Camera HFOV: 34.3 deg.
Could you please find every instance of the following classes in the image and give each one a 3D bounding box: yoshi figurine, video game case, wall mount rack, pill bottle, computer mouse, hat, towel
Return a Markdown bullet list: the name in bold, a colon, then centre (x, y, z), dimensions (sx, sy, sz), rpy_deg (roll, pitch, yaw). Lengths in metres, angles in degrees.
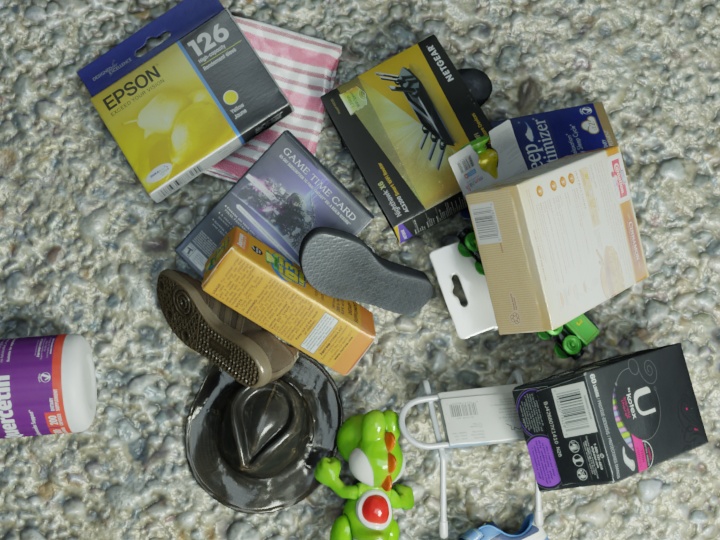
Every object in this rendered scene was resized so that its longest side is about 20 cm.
- **yoshi figurine**: centre (0.004, 0.251, 1.343), dimensions (0.112, 0.112, 0.201), rpy_deg (13, 97, 27)
- **video game case**: centre (-0.102, -0.042, 1.354), dimensions (0.143, 0.019, 0.200), rpy_deg (45, 106, -2)
- **wall mount rack**: centre (0.140, 0.204, 1.328), dimensions (0.199, 0.075, 0.174), rpy_deg (-4, 61, -12)
- **pill bottle**: centre (-0.405, 0.134, 1.316), dimensions (0.199, 0.112, 0.113), rpy_deg (-5, 84, -3)
- **computer mouse**: centre (0.069, -0.192, 1.413), dimensions (0.199, 0.034, 0.059), rpy_deg (-27, 87, -5)
- **hat**: centre (-0.111, 0.183, 1.341), dimensions (0.200, 0.081, 0.202), rpy_deg (0, 85, -4)
- **towel**: centre (-0.114, -0.199, 1.407), dimensions (0.146, 0.030, 0.201), rpy_deg (15, 83, -2)

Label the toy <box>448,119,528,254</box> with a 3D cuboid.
- **toy**: centre (0.155, -0.051, 1.278), dimensions (0.115, 0.047, 0.201), rpy_deg (-34, 109, -40)

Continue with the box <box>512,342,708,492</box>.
- **box**: centre (0.282, 0.162, 1.300), dimensions (0.199, 0.106, 0.123), rpy_deg (-10, 84, -45)

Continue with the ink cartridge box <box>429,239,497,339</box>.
- **ink cartridge box**: centre (0.187, 0.000, 1.382), dimensions (0.199, 0.068, 0.117), rpy_deg (-19, 85, -6)

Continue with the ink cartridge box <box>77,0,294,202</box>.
- **ink cartridge box**: centre (-0.212, -0.216, 1.376), dimensions (0.197, 0.047, 0.200), rpy_deg (-34, 80, -1)

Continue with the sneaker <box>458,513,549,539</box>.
- **sneaker**: centre (0.128, 0.334, 1.343), dimensions (0.199, 0.074, 0.083), rpy_deg (-9, 82, -11)

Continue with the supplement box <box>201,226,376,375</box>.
- **supplement box**: centre (-0.080, 0.035, 1.324), dimensions (0.200, 0.067, 0.069), rpy_deg (31, 110, -16)

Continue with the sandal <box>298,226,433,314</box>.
- **sandal**: centre (0.000, 0.001, 1.338), dimensions (0.076, 0.200, 0.043), rpy_deg (-45, 46, 18)

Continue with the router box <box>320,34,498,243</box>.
- **router box**: centre (0.066, -0.155, 1.358), dimensions (0.157, 0.052, 0.200), rpy_deg (-29, 66, 0)

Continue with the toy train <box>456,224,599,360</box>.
- **toy train**: centre (0.191, 0.018, 1.327), dimensions (0.056, 0.042, 0.200), rpy_deg (-42, 87, -17)

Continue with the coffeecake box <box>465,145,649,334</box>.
- **coffeecake box**: centre (0.216, -0.036, 1.250), dimensions (0.200, 0.073, 0.154), rpy_deg (-22, 100, -44)

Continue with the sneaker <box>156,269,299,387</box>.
- **sneaker**: centre (-0.156, 0.063, 1.353), dimensions (0.075, 0.071, 0.200), rpy_deg (-20, 51, -44)

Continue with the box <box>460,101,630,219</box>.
- **box**: centre (0.206, -0.131, 1.383), dimensions (0.199, 0.032, 0.122), rpy_deg (-12, 55, 0)
